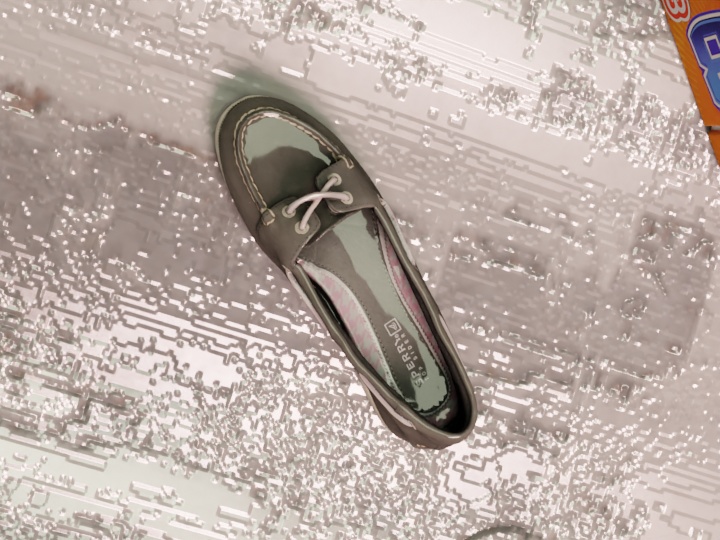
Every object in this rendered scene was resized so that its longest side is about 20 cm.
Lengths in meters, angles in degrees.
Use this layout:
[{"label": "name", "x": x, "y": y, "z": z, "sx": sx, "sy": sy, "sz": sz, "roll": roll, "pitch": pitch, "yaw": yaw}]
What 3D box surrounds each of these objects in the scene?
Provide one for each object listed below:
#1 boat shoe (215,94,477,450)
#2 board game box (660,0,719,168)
[{"label": "boat shoe", "x": 0.000, "y": 0.000, "z": 1.131, "sx": 0.067, "sy": 0.057, "sz": 0.201, "roll": -35, "pitch": 103, "yaw": -13}, {"label": "board game box", "x": 0.297, "y": -0.109, "z": 1.149, "sx": 0.199, "sy": 0.200, "sz": 0.201, "roll": -24, "pitch": 100, "yaw": -15}]
